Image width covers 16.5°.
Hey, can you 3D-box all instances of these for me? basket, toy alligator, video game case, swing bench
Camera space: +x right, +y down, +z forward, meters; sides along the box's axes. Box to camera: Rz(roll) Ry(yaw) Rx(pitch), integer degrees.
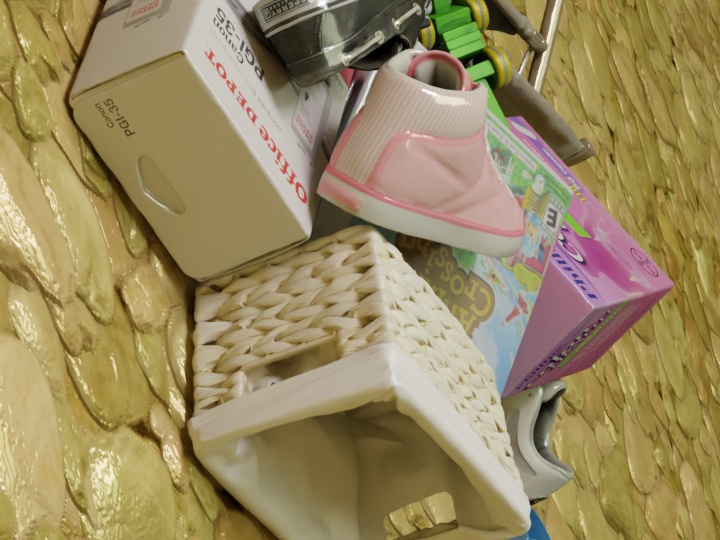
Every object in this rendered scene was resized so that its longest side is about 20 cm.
[{"bbox_3d":[-0.001,0.080,1.453,0.200,0.135,0.123,49,28,-49],"label":"basket"},{"bbox_3d":[0.068,-0.120,1.681,0.059,0.054,0.200,-23,91,-31],"label":"toy alligator"},{"bbox_3d":[0.046,-0.028,1.569,0.200,0.022,0.182,41,59,-36],"label":"video game case"},{"bbox_3d":[0.084,-0.194,1.943,0.199,0.130,0.200,40,43,-58],"label":"swing bench"}]

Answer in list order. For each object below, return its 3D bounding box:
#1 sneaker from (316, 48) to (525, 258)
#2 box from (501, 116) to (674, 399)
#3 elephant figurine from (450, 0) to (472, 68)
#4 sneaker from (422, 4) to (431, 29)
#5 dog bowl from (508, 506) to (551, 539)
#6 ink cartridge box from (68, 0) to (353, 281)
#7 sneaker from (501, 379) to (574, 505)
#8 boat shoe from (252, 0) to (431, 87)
[{"bbox_3d":[0.056,-0.071,1.473,0.200,0.075,0.105,13,102,-59],"label":"sneaker"},{"bbox_3d":[0.107,-0.014,1.766,0.176,0.097,0.200,49,21,13],"label":"box"},{"bbox_3d":[-0.007,-0.215,1.730,0.200,0.155,0.142,9,92,-61],"label":"elephant figurine"},{"bbox_3d":[-0.004,-0.150,1.638,0.200,0.114,0.076,66,11,-56],"label":"sneaker"},{"bbox_3d":[0.118,0.255,1.719,0.200,0.050,0.112,-98,163,-51],"label":"dog bowl"},{"bbox_3d":[-0.081,-0.113,1.456,0.147,0.083,0.200,56,27,-29],"label":"ink cartridge box"},{"bbox_3d":[0.105,0.074,1.822,0.074,0.088,0.200,-4,76,-69],"label":"sneaker"},{"bbox_3d":[0.000,-0.149,1.480,0.200,0.071,0.064,-30,97,-59],"label":"boat shoe"}]
